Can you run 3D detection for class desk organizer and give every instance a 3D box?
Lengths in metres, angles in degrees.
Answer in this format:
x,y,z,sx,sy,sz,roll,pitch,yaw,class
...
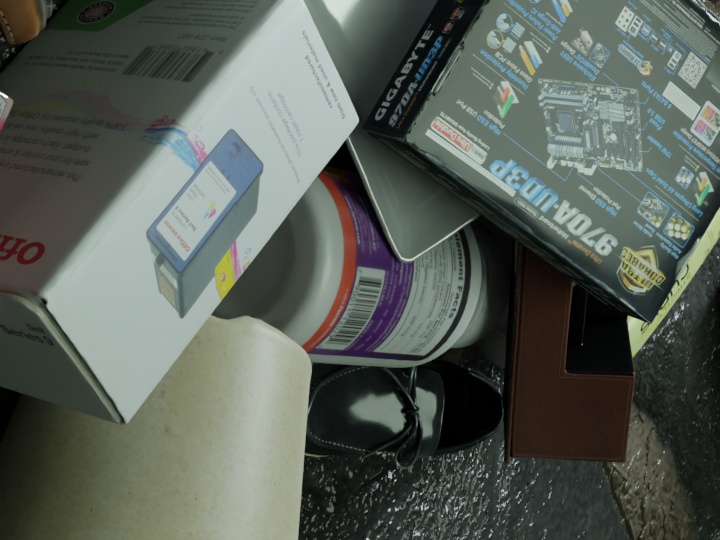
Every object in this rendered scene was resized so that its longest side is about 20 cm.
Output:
x,y,z,sx,sy,sz,roll,pitch,yaw,class
0.131,0.020,0.966,0.072,0.077,0.201,-83,174,-58,desk organizer

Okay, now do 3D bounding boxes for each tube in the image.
x,y,z,sx,sy,sz,roll,pitch,yaw,class
0.207,0.010,1.114,0.058,0.052,0.200,49,63,-27,tube

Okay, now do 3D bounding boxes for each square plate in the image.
x,y,z,sx,sy,sz,roll,pitch,yaw,class
0.057,-0.137,0.845,0.200,0.028,0.199,-34,115,-17,square plate

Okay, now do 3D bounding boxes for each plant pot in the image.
x,y,z,sx,sy,sz,roll,pitch,yaw,class
-0.106,0.115,0.768,0.200,0.200,0.184,35,60,-49,plant pot

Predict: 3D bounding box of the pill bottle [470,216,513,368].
x,y,z,sx,sy,sz,roll,pitch,yaw,class
0.129,-0.035,1.041,0.112,0.112,0.201,-25,136,-46,pill bottle

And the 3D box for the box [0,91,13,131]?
x,y,z,sx,sy,sz,roll,pitch,yaw,class
-0.248,-0.068,0.605,0.200,0.095,0.100,33,73,-49,box

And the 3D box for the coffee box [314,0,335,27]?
x,y,z,sx,sy,sz,roll,pitch,yaw,class
-0.021,-0.228,0.862,0.113,0.080,0.201,-25,117,-46,coffee box

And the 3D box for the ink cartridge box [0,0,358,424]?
x,y,z,sx,sy,sz,roll,pitch,yaw,class
-0.119,-0.041,0.731,0.200,0.145,0.088,-54,136,-30,ink cartridge box

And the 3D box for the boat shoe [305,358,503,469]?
x,y,z,sx,sy,sz,roll,pitch,yaw,class
0.022,0.085,1.001,0.200,0.062,0.075,7,95,-50,boat shoe

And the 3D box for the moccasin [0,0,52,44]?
x,y,z,sx,sy,sz,roll,pitch,yaw,class
-0.201,-0.174,0.658,0.078,0.074,0.202,-35,129,-2,moccasin

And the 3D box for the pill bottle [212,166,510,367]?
x,y,z,sx,sy,sz,roll,pitch,yaw,class
0.000,0.000,0.915,0.200,0.111,0.112,8,92,-52,pill bottle

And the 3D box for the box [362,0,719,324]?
x,y,z,sx,sy,sz,roll,pitch,yaw,class
0.121,-0.088,0.846,0.200,0.046,0.159,33,85,-29,box
